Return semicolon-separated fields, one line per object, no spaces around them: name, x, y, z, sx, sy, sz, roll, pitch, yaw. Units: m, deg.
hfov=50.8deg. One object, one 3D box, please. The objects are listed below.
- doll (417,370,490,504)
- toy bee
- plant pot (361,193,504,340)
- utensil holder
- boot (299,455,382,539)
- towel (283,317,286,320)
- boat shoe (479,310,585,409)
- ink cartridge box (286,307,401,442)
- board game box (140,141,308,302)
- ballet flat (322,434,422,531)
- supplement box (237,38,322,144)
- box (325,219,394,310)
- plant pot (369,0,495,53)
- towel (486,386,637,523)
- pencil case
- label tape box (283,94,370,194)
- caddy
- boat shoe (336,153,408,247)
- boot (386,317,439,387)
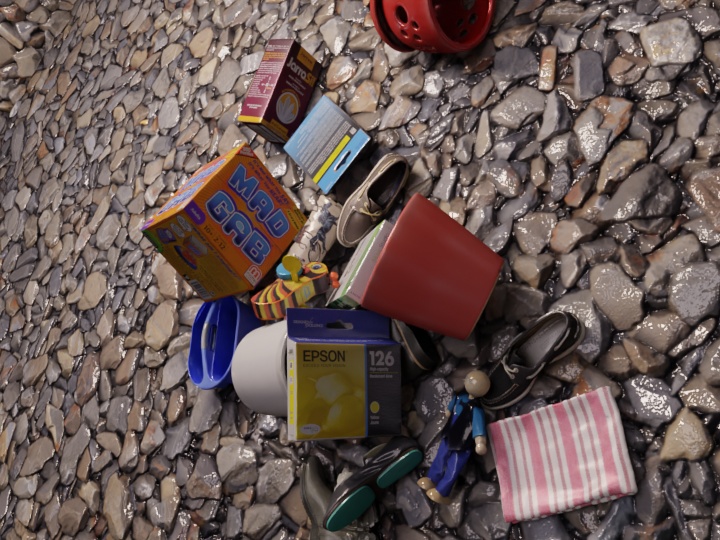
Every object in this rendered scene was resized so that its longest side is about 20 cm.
doll;0.152;0.250;1.155;0.204;0.048;0.136;-69;19;3
toy bee;-0.097;0.016;1.339;0.107;0.132;0.202;12;62;34
plant pot;0.120;0.006;1.201;0.175;0.200;0.204;27;88;7
utensil holder;-0.110;0.164;1.293;0.198;0.168;0.174;-14;61;54
boot;-0.027;0.395;1.268;0.128;0.068;0.204;-22;58;16
towel;-0.083;0.150;1.430;0.197;0.030;0.150;-2;71;38
boat shoe;0.249;0.134;1.145;0.199;0.060;0.075;-41;52;19
ink cartridge box;-0.023;0.162;1.200;0.047;0.194;0.205;-12;76;59
board game box;-0.268;-0.089;1.498;0.198;0.201;0.201;-13;33;50
ballet flat;0.010;0.335;1.222;0.199;0.074;0.073;-37;48;-11
supplement box;-0.177;-0.397;1.692;0.085;0.110;0.204;14;80;41
box;0.000;0.000;1.331;0.146;0.036;0.200;-62;5;-13
plant pot;0.131;-0.515;1.438;0.181;0.199;0.204;14;79;49
towel;0.280;0.263;1.075;0.197;0.030;0.149;-25;58;29
pencil case;-0.092;-0.048;1.487;0.077;0.089;0.202;31;88;-1
label tape box;-0.056;-0.249;1.558;0.145;0.063;0.200;-50;48;10
caddy;-0.284;0.146;1.543;0.139;0.104;0.204;-13;63;33
boat shoe;0.024;-0.131;1.430;0.202;0.071;0.059;-55;17;1
boot;0.037;0.118;1.320;0.138;0.077;0.202;-44;49;22
